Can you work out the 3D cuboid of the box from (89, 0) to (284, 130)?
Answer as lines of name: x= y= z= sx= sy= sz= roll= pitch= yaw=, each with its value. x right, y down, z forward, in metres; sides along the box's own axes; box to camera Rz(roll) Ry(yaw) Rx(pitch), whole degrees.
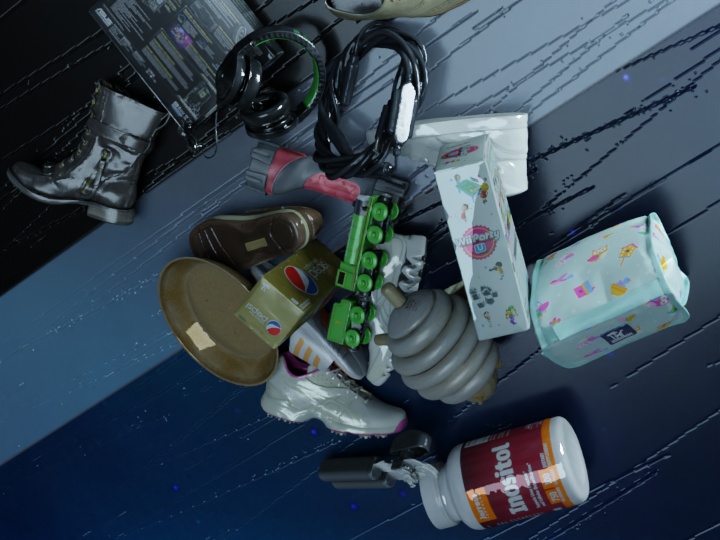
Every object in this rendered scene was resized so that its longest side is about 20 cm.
box: x=-0.218 y=-0.299 z=1.608 sx=0.160 sy=0.044 sz=0.200 roll=-38 pitch=95 yaw=21

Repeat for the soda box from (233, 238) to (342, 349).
soda box: x=-0.080 y=0.025 z=1.588 sx=0.068 sy=0.200 sz=0.064 roll=40 pitch=111 yaw=4

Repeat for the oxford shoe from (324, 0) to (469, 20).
oxford shoe: x=0.052 y=-0.327 z=1.514 sx=0.198 sy=0.075 sz=0.071 roll=-11 pitch=102 yaw=16

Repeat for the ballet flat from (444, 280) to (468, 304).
ballet flat: x=0.125 y=0.049 z=1.619 sx=0.067 sy=0.062 sz=0.200 roll=43 pitch=112 yaw=-1

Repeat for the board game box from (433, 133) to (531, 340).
board game box: x=0.143 y=-0.041 z=1.478 sx=0.064 sy=0.148 sz=0.202 roll=-13 pitch=105 yaw=11

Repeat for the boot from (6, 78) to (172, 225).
boot: x=-0.353 y=-0.166 z=1.680 sx=0.198 sy=0.069 sz=0.176 roll=18 pitch=105 yaw=4

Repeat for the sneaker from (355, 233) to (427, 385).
sneaker: x=0.029 y=0.046 z=1.633 sx=0.080 sy=0.075 sz=0.202 roll=12 pitch=102 yaw=0

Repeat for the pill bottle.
pill bottle: x=0.182 y=0.266 z=1.644 sx=0.198 sy=0.113 sz=0.114 roll=-19 pitch=101 yaw=19

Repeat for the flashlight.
flashlight: x=-0.044 y=-0.104 z=1.612 sx=0.198 sy=0.068 sz=0.068 roll=20 pitch=123 yaw=7

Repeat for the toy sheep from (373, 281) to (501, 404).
toy sheep: x=0.091 y=0.087 z=1.536 sx=0.200 sy=0.138 sz=0.138 roll=40 pitch=113 yaw=-21

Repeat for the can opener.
can opener: x=0.026 y=0.253 z=1.679 sx=0.053 sy=0.067 sz=0.199 roll=36 pitch=146 yaw=-31

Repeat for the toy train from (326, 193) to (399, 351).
toy train: x=0.000 y=0.000 z=1.581 sx=0.056 sy=0.042 sz=0.202 roll=18 pitch=103 yaw=27

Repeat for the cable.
cable: x=0.009 y=-0.203 z=1.545 sx=0.162 sy=0.051 sz=0.202 roll=-7 pitch=70 yaw=46

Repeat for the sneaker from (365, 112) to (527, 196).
sneaker: x=0.106 y=-0.127 z=1.564 sx=0.198 sy=0.074 sz=0.117 roll=-2 pitch=103 yaw=13

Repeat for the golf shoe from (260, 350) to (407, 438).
golf shoe: x=-0.033 y=0.163 z=1.690 sx=0.198 sy=0.075 sz=0.092 roll=11 pitch=103 yaw=8

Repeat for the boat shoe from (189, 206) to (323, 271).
boat shoe: x=-0.130 y=-0.044 z=1.651 sx=0.201 sy=0.075 sz=0.075 roll=-3 pitch=108 yaw=39

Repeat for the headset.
headset: x=-0.136 y=-0.215 z=1.572 sx=0.200 sy=0.094 sz=0.124 roll=-41 pitch=123 yaw=4

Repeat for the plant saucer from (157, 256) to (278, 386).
plant saucer: x=-0.178 y=0.060 z=1.680 sx=0.199 sy=0.035 sz=0.202 roll=23 pitch=134 yaw=25

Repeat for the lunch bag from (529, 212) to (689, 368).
lunch bag: x=0.289 y=0.028 z=1.497 sx=0.169 sy=0.200 sz=0.123 roll=-24 pitch=100 yaw=19

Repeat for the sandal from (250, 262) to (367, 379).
sandal: x=-0.076 y=0.074 z=1.673 sx=0.207 sy=0.079 sz=0.059 roll=44 pitch=111 yaw=8
